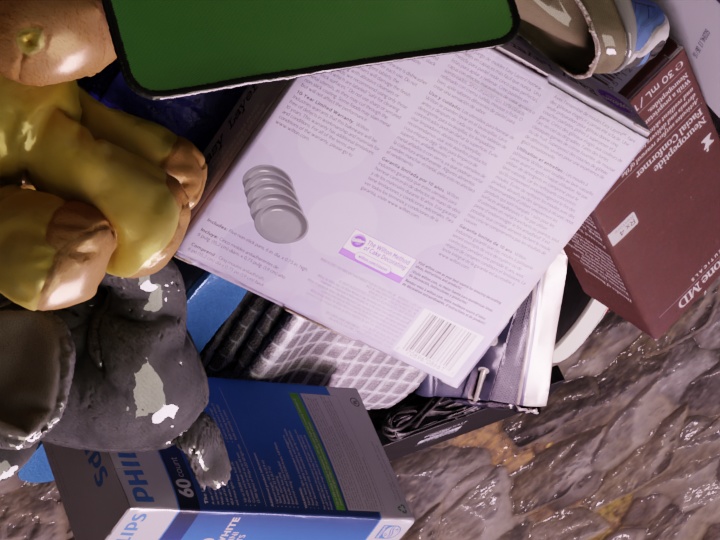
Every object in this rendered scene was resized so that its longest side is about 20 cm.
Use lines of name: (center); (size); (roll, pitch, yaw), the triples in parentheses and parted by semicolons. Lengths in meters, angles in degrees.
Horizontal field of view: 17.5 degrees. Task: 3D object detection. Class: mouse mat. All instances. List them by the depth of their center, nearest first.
mouse mat: (-0.034, -0.165, 1.117); (0.199, 0.161, 0.008); (-10, 160, -18)

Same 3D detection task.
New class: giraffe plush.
giraffe plush: (-0.168, -0.099, 1.128); (0.199, 0.173, 0.163); (15, 118, 2)

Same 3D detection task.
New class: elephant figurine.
elephant figurine: (-0.192, 0.049, 1.231); (0.200, 0.155, 0.142); (-19, 131, -17)

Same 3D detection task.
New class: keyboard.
keyboard: (0.053, 0.096, 1.649); (0.200, 0.040, 0.104); (-19, 166, -25)

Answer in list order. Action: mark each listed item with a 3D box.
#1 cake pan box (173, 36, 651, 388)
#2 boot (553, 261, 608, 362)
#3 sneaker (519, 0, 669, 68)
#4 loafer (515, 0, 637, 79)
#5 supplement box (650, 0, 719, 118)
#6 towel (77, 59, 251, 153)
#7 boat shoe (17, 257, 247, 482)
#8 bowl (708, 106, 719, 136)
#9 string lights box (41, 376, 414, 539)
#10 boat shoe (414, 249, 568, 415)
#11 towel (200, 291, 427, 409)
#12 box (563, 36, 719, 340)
cake pan box: (0.027, -0.050, 1.232); (0.200, 0.052, 0.184); (25, 115, -24)
boot: (0.196, -0.020, 1.589); (0.144, 0.072, 0.200); (-1, 129, -42)
sneaker: (0.085, -0.165, 1.266); (0.200, 0.076, 0.077); (17, 107, -21)
loafer: (0.054, -0.163, 1.186); (0.070, 0.200, 0.075); (-47, 178, -27)
supplement box: (0.269, -0.190, 1.362); (0.200, 0.103, 0.101); (-37, 166, -17)
towel: (-0.033, -0.085, 1.251); (0.200, 0.050, 0.148); (35, 115, -27)
boat shoe: (-0.140, 0.042, 1.378); (0.200, 0.069, 0.084); (-44, 153, 14)
bowl: (0.286, -0.093, 1.519); (0.201, 0.202, 0.090); (4, 173, -43)
string lights box: (-0.076, 0.117, 1.352); (0.200, 0.103, 0.059); (7, 134, -37)
boat shoe: (0.083, 0.003, 1.517); (0.092, 0.075, 0.201); (3, 115, -3)
towel: (0.000, 0.000, 1.428); (0.165, 0.086, 0.200); (6, 128, -46)
box: (0.163, -0.057, 1.412); (0.100, 0.075, 0.200); (-45, 143, -9)
